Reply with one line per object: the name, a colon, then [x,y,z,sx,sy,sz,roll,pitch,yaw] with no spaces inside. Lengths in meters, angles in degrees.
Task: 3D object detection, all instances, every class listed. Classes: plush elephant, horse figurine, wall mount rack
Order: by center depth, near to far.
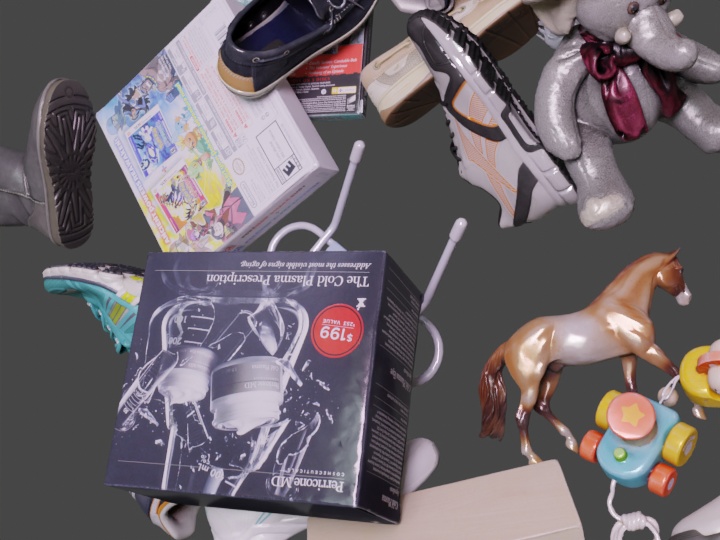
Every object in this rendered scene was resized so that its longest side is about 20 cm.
plush elephant: [0.200,-0.165,0.743,0.164,0.155,0.200,-25,66,-9]
horse figurine: [0.174,0.073,0.786,0.199,0.050,0.133,-20,81,14]
wall mount rack: [0.000,0.000,0.854,0.200,0.075,0.174,39,94,22]

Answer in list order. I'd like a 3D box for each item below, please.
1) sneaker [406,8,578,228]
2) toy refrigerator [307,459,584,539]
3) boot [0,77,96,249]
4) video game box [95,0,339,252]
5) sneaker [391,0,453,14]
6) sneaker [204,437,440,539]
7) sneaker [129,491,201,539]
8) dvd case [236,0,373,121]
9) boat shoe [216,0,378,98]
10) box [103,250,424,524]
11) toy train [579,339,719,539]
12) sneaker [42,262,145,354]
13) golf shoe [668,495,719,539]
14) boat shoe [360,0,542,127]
sneaker: [0.094,-0.118,0.806,0.080,0.074,0.200,-33,99,27]
toy refrigerator: [0.065,0.213,0.754,0.199,0.076,0.070,-15,118,3]
boot: [-0.361,-0.116,1.005,0.199,0.072,0.183,18,111,28]
video game box: [-0.138,-0.119,0.928,0.182,0.047,0.200,-36,71,21]
sneaker: [0.096,-0.290,0.840,0.202,0.077,0.147,-14,51,16]
sneaker: [-0.034,0.166,0.813,0.199,0.070,0.081,-18,93,-1]
sneaker: [-0.121,0.148,0.874,0.079,0.078,0.200,46,109,27]
dvd case: [-0.056,-0.238,0.949,0.145,0.022,0.201,0,82,22]
boat shoe: [-0.046,-0.230,0.872,0.075,0.062,0.200,41,69,13]
box: [-0.067,0.086,0.757,0.199,0.104,0.183,0,71,20]
toy train: [0.248,0.114,0.685,0.199,0.056,0.151,-25,51,11]
sneaker: [-0.219,0.039,0.937,0.199,0.077,0.080,17,96,23]
golf shoe: [0.305,0.147,0.717,0.199,0.077,0.088,-28,55,9]
boat shoe: [0.087,-0.206,0.861,0.200,0.072,0.065,-36,69,17]
